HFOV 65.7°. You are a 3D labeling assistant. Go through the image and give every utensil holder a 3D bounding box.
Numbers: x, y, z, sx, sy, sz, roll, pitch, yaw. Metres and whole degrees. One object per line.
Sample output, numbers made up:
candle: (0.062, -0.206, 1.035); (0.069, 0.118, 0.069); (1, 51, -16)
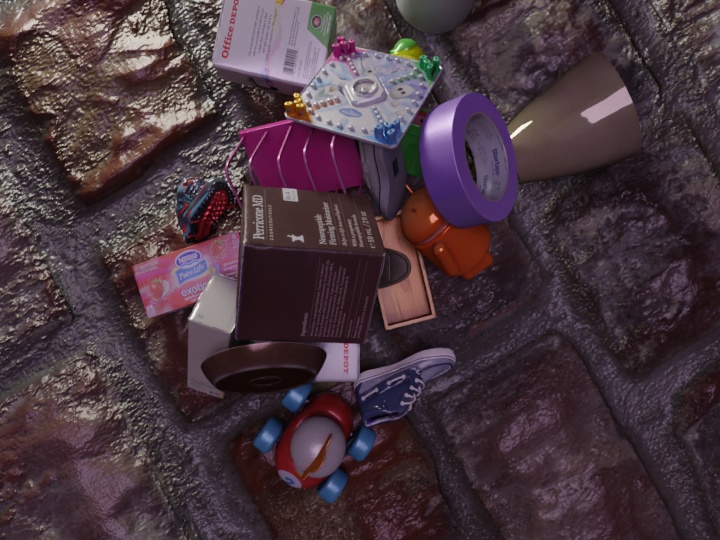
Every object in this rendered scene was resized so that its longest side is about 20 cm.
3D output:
utensil holder: (0.140, -0.521, 0.948); (0.165, 0.200, 0.175); (0, 90, -2)

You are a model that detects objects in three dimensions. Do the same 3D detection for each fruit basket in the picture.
fruit basket: (0.064, -0.292, 0.973); (0.209, 0.156, 0.221); (2, 116, 5)

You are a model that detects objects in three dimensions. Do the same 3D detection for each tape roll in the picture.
tape roll: (0.177, -0.174, 0.896); (0.065, 0.198, 0.206); (-9, 91, 41)

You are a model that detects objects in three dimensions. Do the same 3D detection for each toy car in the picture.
toy car: (-0.082, 0.308, 0.949); (0.183, 0.200, 0.179); (37, 90, -1)

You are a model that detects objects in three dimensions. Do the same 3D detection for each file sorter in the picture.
file sorter: (-0.105, -0.160, 0.929); (0.195, 0.127, 0.141); (-8, 129, 17)

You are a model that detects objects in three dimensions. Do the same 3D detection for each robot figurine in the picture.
robot figurine: (0.149, -0.069, 0.976); (0.199, 0.116, 0.146); (38, 71, -25)

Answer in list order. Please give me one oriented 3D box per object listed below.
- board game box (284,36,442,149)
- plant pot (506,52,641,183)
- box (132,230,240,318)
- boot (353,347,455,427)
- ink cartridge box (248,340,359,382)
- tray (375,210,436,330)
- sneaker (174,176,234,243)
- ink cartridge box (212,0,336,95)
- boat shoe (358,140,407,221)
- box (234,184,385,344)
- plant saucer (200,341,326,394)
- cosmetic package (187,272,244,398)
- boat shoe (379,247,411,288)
board game box: (0.006, -0.292, 0.886); (0.196, 0.026, 0.202); (19, 60, 20)
plant pot: (0.350, -0.243, 0.979); (0.196, 0.187, 0.191); (-25, 91, 11)
box: (-0.285, 0.006, 0.992); (0.195, 0.100, 0.098); (-19, 91, -1)
boot: (0.087, 0.212, 1.000); (0.196, 0.073, 0.092); (-20, 49, 6)
ink cartridge box: (-0.099, 0.119, 1.003); (0.194, 0.084, 0.150); (1, 93, -2)
tray: (0.069, -0.003, 1.033); (0.096, 0.037, 0.205); (-13, 92, -1)
sneaker: (-0.282, -0.118, 0.949); (0.078, 0.199, 0.097); (-27, 87, -35)
ink cartridge box: (-0.150, -0.404, 0.999); (0.195, 0.084, 0.149); (12, 90, -2)
boat shoe: (0.032, -0.165, 0.936); (0.065, 0.201, 0.073); (26, 68, 24)
box: (-0.082, -0.009, 0.830); (0.195, 0.168, 0.167); (4, 125, -14)
plant saucer: (-0.147, 0.158, 0.867); (0.195, 0.201, 0.035); (-9, 66, -1)
cosmetic package: (-0.239, 0.114, 0.938); (0.071, 0.202, 0.105); (19, 47, -2)
boat shoe: (0.000, 0.000, 0.990); (0.195, 0.068, 0.074); (-6, 87, 19)
